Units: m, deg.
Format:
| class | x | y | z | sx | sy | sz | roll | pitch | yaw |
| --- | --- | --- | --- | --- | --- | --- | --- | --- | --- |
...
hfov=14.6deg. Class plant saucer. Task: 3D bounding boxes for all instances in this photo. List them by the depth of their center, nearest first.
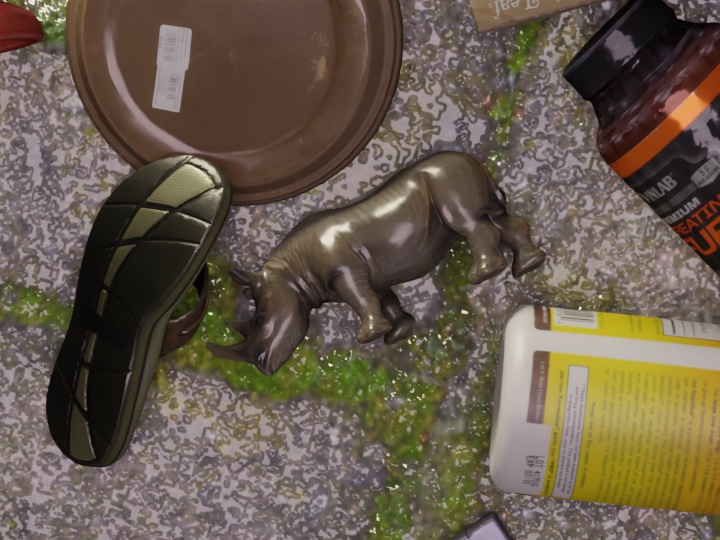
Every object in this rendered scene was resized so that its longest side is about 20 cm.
| class | x | y | z | sx | sy | sz | roll | pitch | yaw |
| --- | --- | --- | --- | --- | --- | --- | --- | --- | --- |
| plant saucer | -0.075 | -0.133 | 1.621 | 0.200 | 0.029 | 0.201 | 2 | 105 | 8 |

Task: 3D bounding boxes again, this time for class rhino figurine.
| class | x | y | z | sx | sy | sz | roll | pitch | yaw |
| --- | --- | --- | --- | --- | --- | --- | --- | --- | --- |
| rhino figurine | 0.000 | 0.000 | 1.633 | 0.200 | 0.060 | 0.088 | -27 | 75 | 4 |

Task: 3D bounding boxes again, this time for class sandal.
| class | x | y | z | sx | sy | sz | roll | pitch | yaw |
| --- | --- | --- | --- | --- | --- | --- | --- | --- | --- |
| sandal | -0.126 | 0.021 | 1.642 | 0.080 | 0.057 | 0.201 | 39 | 116 | 34 |

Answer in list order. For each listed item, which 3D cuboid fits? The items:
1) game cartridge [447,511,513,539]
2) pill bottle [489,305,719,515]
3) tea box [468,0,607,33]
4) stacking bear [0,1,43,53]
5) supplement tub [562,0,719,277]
| class | x | y | z | sx | sy | sz | roll | pitch | yaw |
| --- | --- | --- | --- | --- | --- | --- | --- | --- | --- |
| game cartridge | 0.080 | 0.260 | 1.672 | 0.130 | 0.038 | 0.200 | -34 | 94 | -1 |
| pill bottle | 0.177 | 0.083 | 1.615 | 0.199 | 0.109 | 0.110 | 6 | 95 | 1 |
| tea box | 0.147 | -0.253 | 1.528 | 0.200 | 0.134 | 0.197 | -14 | 97 | 42 |
| stacking bear | -0.265 | -0.216 | 1.598 | 0.121 | 0.114 | 0.200 | -13 | 91 | 2 |
| supplement tub | 0.208 | -0.066 | 1.603 | 0.200 | 0.107 | 0.107 | 44 | 94 | -3 |
